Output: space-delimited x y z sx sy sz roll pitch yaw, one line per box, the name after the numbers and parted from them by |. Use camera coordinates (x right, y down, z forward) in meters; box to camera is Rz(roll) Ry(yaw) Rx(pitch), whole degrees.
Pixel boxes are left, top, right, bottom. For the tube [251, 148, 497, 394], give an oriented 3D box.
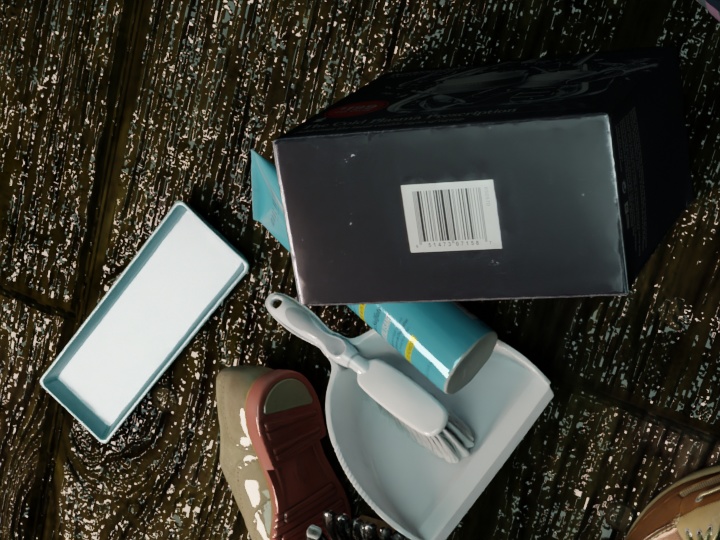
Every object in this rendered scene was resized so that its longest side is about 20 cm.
0.000 0.000 1.128 0.200 0.050 0.078 40 148 22 | tube

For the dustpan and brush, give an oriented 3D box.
0.011 0.073 1.154 0.200 0.057 0.140 34 85 38 | dustpan and brush

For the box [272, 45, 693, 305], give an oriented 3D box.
0.078 -0.058 1.024 0.199 0.182 0.104 -3 106 23 | box

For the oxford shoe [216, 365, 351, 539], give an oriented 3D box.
-0.058 0.157 1.232 0.075 0.070 0.201 13 117 47 | oxford shoe

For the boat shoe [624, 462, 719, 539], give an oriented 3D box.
0.239 0.160 1.091 0.200 0.074 0.076 -40 90 31 | boat shoe

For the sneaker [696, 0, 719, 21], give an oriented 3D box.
0.226 -0.166 0.982 0.200 0.082 0.070 35 118 8 | sneaker

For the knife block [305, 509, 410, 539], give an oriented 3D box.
-0.007 0.250 1.168 0.064 0.176 0.201 15 113 18 | knife block

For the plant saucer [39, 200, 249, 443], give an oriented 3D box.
-0.155 0.038 1.247 0.070 0.019 0.200 43 117 4 | plant saucer
